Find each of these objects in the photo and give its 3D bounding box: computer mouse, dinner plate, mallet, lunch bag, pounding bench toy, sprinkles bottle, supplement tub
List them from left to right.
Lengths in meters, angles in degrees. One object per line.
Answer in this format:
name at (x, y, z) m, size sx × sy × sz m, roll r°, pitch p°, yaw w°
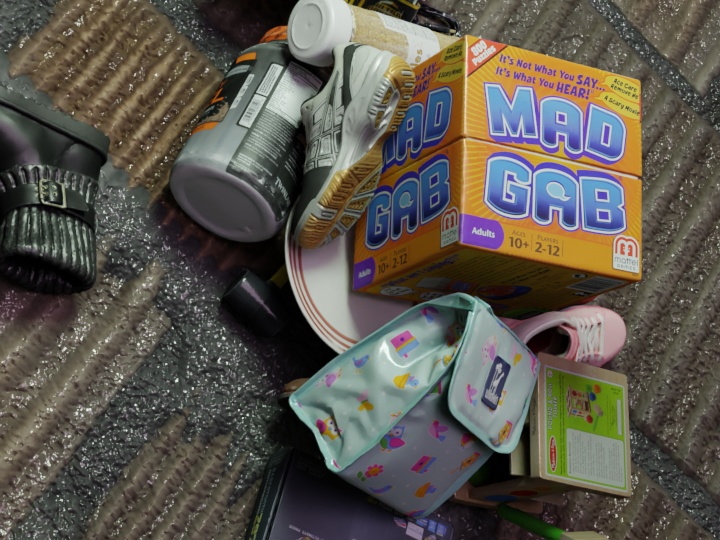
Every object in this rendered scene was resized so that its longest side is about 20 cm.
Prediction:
supplement tub at (-0.095, -0.137, 1.645) m, size 0.122 × 0.122 × 0.200 m, roll 37°, pitch 57°, yaw -16°
mallet at (-0.047, -0.015, 1.661) m, size 0.200 × 0.041 × 0.066 m, roll -42°, pitch 98°, yaw -22°
dinner plate at (0.000, 0.000, 1.643) m, size 0.200 × 0.024 × 0.201 m, roll 15°, pitch 66°, yaw -36°
sprinkles bottle at (0.021, -0.220, 1.653) m, size 0.200 × 0.068 × 0.068 m, roll 10°, pitch 68°, yaw -43°
computer mouse at (0.031, -0.274, 1.827) m, size 0.200 × 0.034 × 0.059 m, roll -3°, pitch 74°, yaw -33°
lunch bag at (0.066, 0.118, 1.551) m, size 0.170 × 0.200 × 0.122 m, roll 40°, pitch 12°, yaw -52°
pounding bench toy at (0.170, 0.204, 1.668) m, size 0.124 × 0.156 × 0.200 m, roll 15°, pitch 66°, yaw -35°

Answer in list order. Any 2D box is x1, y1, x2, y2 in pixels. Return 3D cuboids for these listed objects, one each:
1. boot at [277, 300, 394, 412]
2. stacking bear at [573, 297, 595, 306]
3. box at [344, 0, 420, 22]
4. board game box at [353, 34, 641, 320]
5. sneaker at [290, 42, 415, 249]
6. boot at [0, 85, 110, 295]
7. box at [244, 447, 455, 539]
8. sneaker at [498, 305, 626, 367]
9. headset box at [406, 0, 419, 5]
boot at (-0.016, 0.043, 1.668) m, size 0.186 × 0.064 × 0.200 m, roll 5°, pitch 72°, yaw -41°
stacking bear at (0.161, -0.009, 1.775) m, size 0.200 × 0.114 × 0.122 m, roll -13°, pitch 81°, yaw -30°
box at (-0.046, -0.323, 1.729) m, size 0.200 × 0.049 × 0.160 m, roll 23°, pitch 25°, yaw -21°
board game box at (0.129, -0.080, 1.600) m, size 0.199 × 0.200 × 0.200 m, roll 10°, pitch 73°, yaw -27°
sneaker at (-0.024, -0.119, 1.576) m, size 0.076 × 0.088 × 0.200 m, roll 10°, pitch 108°, yaw -62°
boot at (-0.323, -0.076, 1.505) m, size 0.211 × 0.079 × 0.158 m, roll 19°, pitch 64°, yaw -26°
box at (-0.015, 0.280, 1.592) m, size 0.200 × 0.051 × 0.158 m, roll 28°, pitch 61°, yaw -21°
sneaker at (0.221, 0.079, 1.771) m, size 0.200 × 0.105 × 0.076 m, roll -1°, pitch 94°, yaw -31°
headset box at (0.021, -0.368, 1.725) m, size 0.174 × 0.093 × 0.200 m, roll 32°, pitch 20°, yaw 2°
